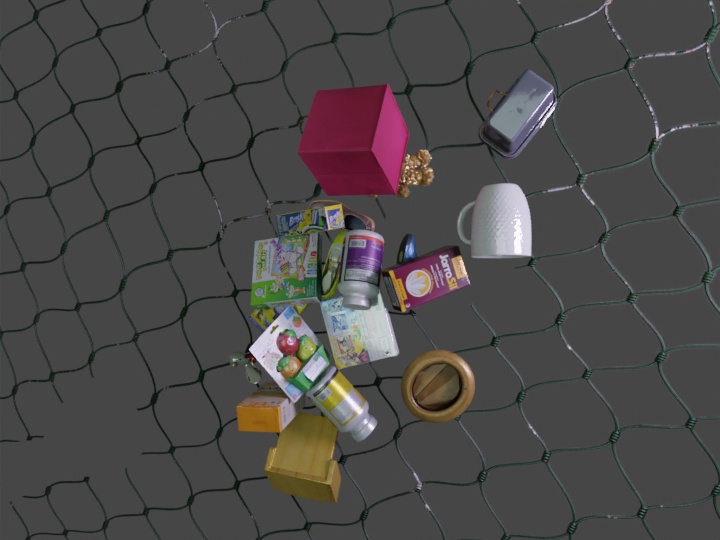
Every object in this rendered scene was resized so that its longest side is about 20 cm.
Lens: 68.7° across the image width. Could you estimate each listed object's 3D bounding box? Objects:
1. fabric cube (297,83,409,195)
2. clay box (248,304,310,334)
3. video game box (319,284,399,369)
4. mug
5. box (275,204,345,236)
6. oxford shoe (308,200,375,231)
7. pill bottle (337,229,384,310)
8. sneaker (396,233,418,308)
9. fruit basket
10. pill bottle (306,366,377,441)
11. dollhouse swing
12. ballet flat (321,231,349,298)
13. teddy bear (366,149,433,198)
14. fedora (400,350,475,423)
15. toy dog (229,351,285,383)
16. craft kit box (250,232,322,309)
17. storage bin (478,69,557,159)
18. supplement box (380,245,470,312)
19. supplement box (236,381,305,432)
[{"bbox_3d":[-0.010,-0.321,1.330,0.198,0.200,0.198,3,66,24],"label":"fabric cube"},{"bbox_3d":[-0.221,0.100,1.529,0.115,0.048,0.200,41,102,9],"label":"clay box"},{"bbox_3d":[-0.004,0.160,1.479,0.181,0.047,0.202,-15,89,12],"label":"video game box"},{"bbox_3d":[0.332,-0.122,1.338,0.199,0.147,0.177,-2,87,45],"label":"mug"},{"bbox_3d":[-0.139,-0.135,1.440,0.199,0.070,0.065,-3,100,41],"label":"box"},{"bbox_3d":[-0.058,-0.151,1.459,0.199,0.073,0.072,18,98,13],"label":"oxford shoe"},{"bbox_3d":[0.000,0.000,1.407,0.111,0.112,0.202,3,75,14],"label":"pill bottle"},{"bbox_3d":[0.138,0.003,1.431,0.078,0.066,0.202,6,90,-10],"label":"sneaker"},{"bbox_3d":[-0.182,0.225,1.443,0.093,0.185,0.201,-12,118,46],"label":"fruit basket"},{"bbox_3d":[-0.049,0.373,1.463,0.112,0.112,0.200,-41,93,13],"label":"pill bottle"},{"bbox_3d":[-0.151,0.544,1.545,0.198,0.177,0.183,6,136,13],"label":"dollhouse swing"},{"bbox_3d":[-0.072,-0.013,1.474,0.066,0.067,0.201,22,98,13],"label":"ballet flat"},{"bbox_3d":[0.098,-0.262,1.417,0.198,0.067,0.146,6,92,13],"label":"teddy bear"},{"bbox_3d":[0.207,0.306,1.416,0.199,0.082,0.203,0,90,10],"label":"fedora"},{"bbox_3d":[-0.281,0.275,1.511,0.199,0.096,0.133,-20,112,15],"label":"toy dog"},{"bbox_3d":[-0.206,0.000,1.481,0.196,0.049,0.202,-9,65,16],"label":"craft kit box"},{"bbox_3d":[0.383,-0.398,1.302,0.145,0.134,0.200,40,101,9],"label":"storage bin"},{"bbox_3d":[0.167,0.019,1.361,0.199,0.086,0.111,-21,96,-12],"label":"supplement box"},{"bbox_3d":[-0.245,0.376,1.473,0.125,0.200,0.074,-3,96,13],"label":"supplement box"}]
